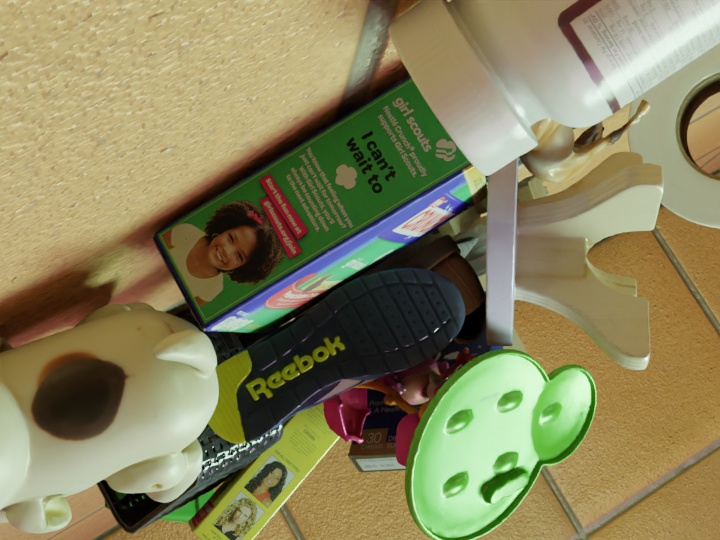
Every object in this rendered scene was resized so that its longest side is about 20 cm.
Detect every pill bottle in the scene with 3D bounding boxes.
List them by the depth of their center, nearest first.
[{"bbox_3d":[0.119,-0.138,0.516,0.200,0.110,0.110,-33,171,14],"label":"pill bottle"}]

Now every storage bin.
[{"bbox_3d":[-0.170,0.133,0.952,0.094,0.135,0.200,-23,168,-40],"label":"storage bin"}]

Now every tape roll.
[{"bbox_3d":[0.381,-0.142,1.096,0.202,0.203,0.139,-34,170,19],"label":"tape roll"}]

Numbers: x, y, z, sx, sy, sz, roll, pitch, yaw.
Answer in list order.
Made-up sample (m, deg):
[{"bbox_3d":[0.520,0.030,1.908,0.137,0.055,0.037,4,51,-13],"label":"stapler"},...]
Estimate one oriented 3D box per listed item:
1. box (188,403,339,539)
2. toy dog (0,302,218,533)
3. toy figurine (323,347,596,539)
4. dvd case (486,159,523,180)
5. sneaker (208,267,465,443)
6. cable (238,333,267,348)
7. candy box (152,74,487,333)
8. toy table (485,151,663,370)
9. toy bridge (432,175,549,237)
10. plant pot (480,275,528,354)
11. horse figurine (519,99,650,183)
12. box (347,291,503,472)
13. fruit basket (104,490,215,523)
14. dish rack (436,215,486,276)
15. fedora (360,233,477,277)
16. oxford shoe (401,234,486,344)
[{"bbox_3d":[-0.075,0.178,1.008,0.200,0.050,0.075,-49,-174,-11],"label":"box"},{"bbox_3d":[-0.194,0.099,0.650,0.200,0.140,0.194,-12,177,-38],"label":"toy dog"},{"bbox_3d":[0.055,0.099,0.861,0.200,0.151,0.184,-16,-154,-36],"label":"toy figurine"},{"bbox_3d":[0.130,-0.115,0.971,0.150,0.025,0.200,-27,171,-28],"label":"dvd case"},{"bbox_3d":[-0.020,0.055,0.781,0.199,0.074,0.082,-24,177,3],"label":"sneaker"},{"bbox_3d":[-0.032,0.076,1.147,0.163,0.051,0.200,-3,178,-29],"label":"cable"},{"bbox_3d":[-0.016,-0.038,0.724,0.200,0.077,0.169,-33,172,6],"label":"candy box"},{"bbox_3d":[0.153,-0.015,0.797,0.117,0.184,0.200,2,157,8],"label":"toy table"},{"bbox_3d":[0.096,-0.053,1.062,0.200,0.027,0.067,-20,-172,36],"label":"toy bridge"},{"bbox_3d":[0.063,0.089,1.386,0.200,0.200,0.177,-36,159,28],"label":"plant pot"},{"bbox_3d":[0.159,-0.119,0.847,0.132,0.050,0.200,-42,154,6],"label":"horse figurine"},{"bbox_3d":[0.068,0.089,0.980,0.121,0.032,0.200,-9,-137,27],"label":"box"},{"bbox_3d":[-0.180,0.204,1.210,0.215,0.156,0.216,-5,173,-1],"label":"fruit basket"},{"bbox_3d":[0.090,-0.020,1.133,0.200,0.044,0.172,-21,-171,34],"label":"dish rack"},{"bbox_3d":[0.000,0.000,0.940,0.177,0.090,0.200,-27,163,-37],"label":"fedora"},{"bbox_3d":[0.070,0.034,0.888,0.071,0.071,0.200,-38,168,-3],"label":"oxford shoe"}]
